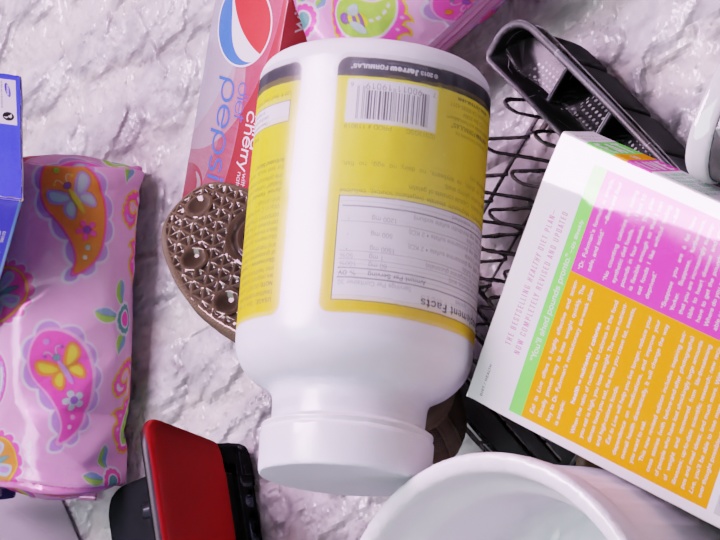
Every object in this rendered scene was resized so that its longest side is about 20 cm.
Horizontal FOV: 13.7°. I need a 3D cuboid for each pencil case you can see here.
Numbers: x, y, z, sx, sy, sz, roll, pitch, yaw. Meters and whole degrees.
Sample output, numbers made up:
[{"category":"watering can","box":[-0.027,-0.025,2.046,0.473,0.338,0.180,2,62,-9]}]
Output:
[{"category":"pencil case","box":[-0.170,0.034,1.723,0.087,0.087,0.201,2,90,49]},{"category":"pencil case","box":[0.052,-0.158,1.469,0.200,0.087,0.088,-38,60,41]}]

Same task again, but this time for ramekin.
[{"category":"ramekin","box":[0.089,0.181,1.353,0.200,0.098,0.201,-2,87,44]}]

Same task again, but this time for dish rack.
[{"category":"dish rack","box":[0.088,-0.001,1.452,0.153,0.054,0.200,51,124,39]}]

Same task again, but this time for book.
[{"category":"book","box":[0.152,0.034,1.322,0.200,0.048,0.134,28,109,36]}]

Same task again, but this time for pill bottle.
[{"category":"pill bottle","box":[0.000,0.000,1.406,0.112,0.112,0.201,-11,69,48]}]

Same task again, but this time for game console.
[{"category":"game console","box":[-0.108,0.196,1.613,0.172,0.119,0.201,-24,70,45]}]

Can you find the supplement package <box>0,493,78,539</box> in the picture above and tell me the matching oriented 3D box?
[{"category":"supplement package","box":[-0.278,0.185,1.804,0.200,0.120,0.121,-51,52,34]}]

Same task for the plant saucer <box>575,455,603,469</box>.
[{"category":"plant saucer","box":[0.178,0.112,1.355,0.200,0.029,0.201,-1,89,47]}]

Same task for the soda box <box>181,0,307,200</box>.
[{"category":"soda box","box":[-0.040,-0.097,1.590,0.063,0.070,0.201,21,104,48]}]

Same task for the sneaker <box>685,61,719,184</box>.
[{"category":"sneaker","box":[0.225,-0.115,1.304,0.099,0.071,0.200,24,92,24]}]

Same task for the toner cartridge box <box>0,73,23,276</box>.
[{"category":"toner cartridge box","box":[-0.230,-0.013,1.708,0.200,0.043,0.095,113,159,-47]}]

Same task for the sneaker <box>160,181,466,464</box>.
[{"category":"sneaker","box":[-0.026,0.034,1.516,0.070,0.076,0.200,-42,56,-11]}]
